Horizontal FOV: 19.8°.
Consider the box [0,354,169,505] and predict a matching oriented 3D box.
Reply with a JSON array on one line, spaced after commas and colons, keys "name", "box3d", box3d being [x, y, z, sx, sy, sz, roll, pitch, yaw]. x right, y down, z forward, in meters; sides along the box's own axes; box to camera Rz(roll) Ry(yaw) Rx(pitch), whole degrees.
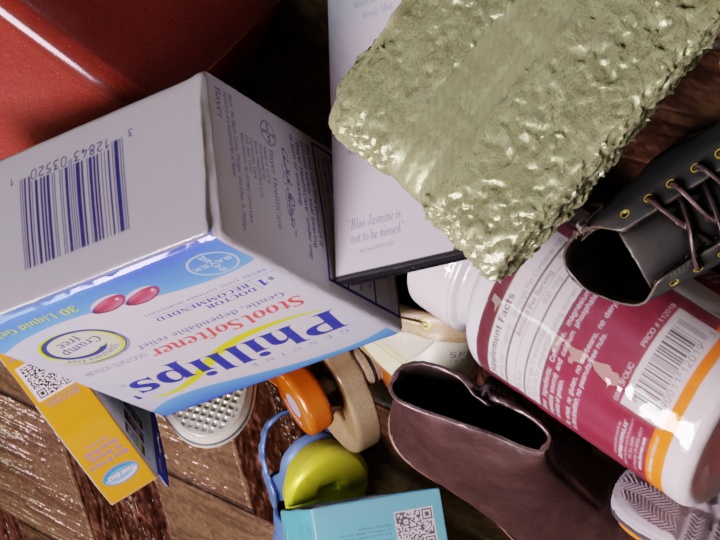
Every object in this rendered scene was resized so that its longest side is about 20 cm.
[{"name": "box", "box3d": [-0.185, 0.055, 1.296, 0.201, 0.041, 0.119, 60, -175, -27]}]

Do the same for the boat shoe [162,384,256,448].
[{"name": "boat shoe", "box3d": [-0.109, 0.056, 1.372, 0.200, 0.074, 0.063, -118, 9, -53]}]

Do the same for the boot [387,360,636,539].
[{"name": "boot", "box3d": [0.104, 0.121, 1.186, 0.199, 0.073, 0.166, 25, 169, 9]}]

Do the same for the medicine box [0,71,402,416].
[{"name": "medicine box", "box3d": [-0.103, -0.008, 1.199, 0.181, 0.200, 0.104, -20, 63, 26]}]

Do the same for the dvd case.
[{"name": "dvd case", "box3d": [0.029, -0.101, 1.118, 0.142, 0.017, 0.202, -13, 76, 54]}]

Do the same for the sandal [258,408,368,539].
[{"name": "sandal", "box3d": [-0.034, 0.170, 1.484, 0.201, 0.079, 0.087, 93, 152, -44]}]

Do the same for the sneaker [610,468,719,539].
[{"name": "sneaker", "box3d": [0.231, 0.176, 1.134, 0.198, 0.078, 0.113, 17, 135, 24]}]

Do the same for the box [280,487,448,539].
[{"name": "box", "box3d": [-0.001, 0.169, 1.307, 0.200, 0.081, 0.050, 138, 123, -79]}]

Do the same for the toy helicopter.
[{"name": "toy helicopter", "box3d": [-0.046, 0.039, 1.388, 0.201, 0.078, 0.133, 53, 164, 24]}]

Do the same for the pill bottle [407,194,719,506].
[{"name": "pill bottle", "box3d": [0.129, 0.028, 1.118, 0.199, 0.114, 0.115, 35, 142, 26]}]

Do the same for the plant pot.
[{"name": "plant pot", "box3d": [-0.168, -0.147, 1.267, 0.176, 0.200, 0.200, 39, 145, 3]}]

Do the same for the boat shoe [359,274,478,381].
[{"name": "boat shoe", "box3d": [0.000, 0.000, 1.297, 0.199, 0.074, 0.067, 32, 129, 25]}]

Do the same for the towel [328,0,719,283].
[{"name": "towel", "box3d": [0.086, -0.108, 1.026, 0.148, 0.036, 0.200, 44, 103, 24]}]

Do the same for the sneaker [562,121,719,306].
[{"name": "sneaker", "box3d": [0.189, -0.036, 0.996, 0.075, 0.106, 0.200, 55, 146, -3]}]
